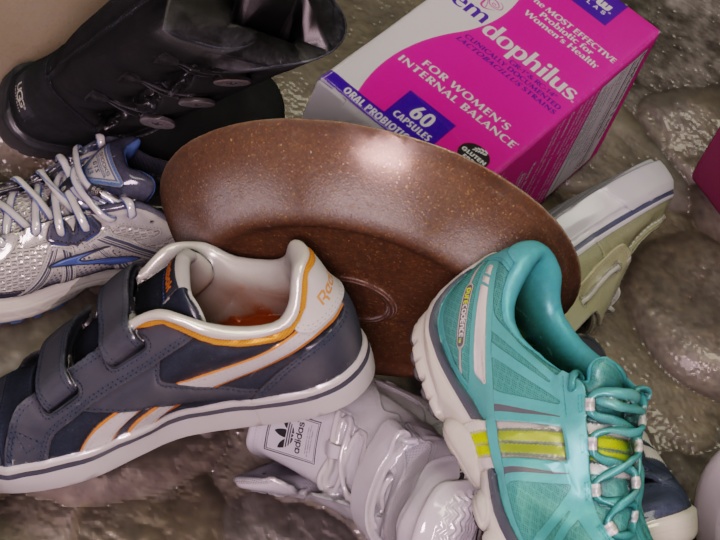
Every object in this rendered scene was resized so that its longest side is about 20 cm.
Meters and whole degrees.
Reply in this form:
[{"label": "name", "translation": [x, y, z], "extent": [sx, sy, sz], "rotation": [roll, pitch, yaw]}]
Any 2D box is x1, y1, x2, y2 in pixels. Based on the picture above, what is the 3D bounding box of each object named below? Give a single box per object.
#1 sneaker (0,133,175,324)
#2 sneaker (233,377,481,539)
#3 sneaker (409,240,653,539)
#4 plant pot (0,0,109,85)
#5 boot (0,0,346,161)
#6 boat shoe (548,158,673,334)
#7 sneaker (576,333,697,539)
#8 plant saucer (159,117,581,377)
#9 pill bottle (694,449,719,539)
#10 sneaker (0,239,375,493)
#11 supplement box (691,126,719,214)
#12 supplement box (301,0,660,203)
[{"label": "sneaker", "translation": [-0.137, -0.030, 1.218], "extent": [0.199, 0.085, 0.077], "rotation": [-5, 53, -27]}, {"label": "sneaker", "translation": [0.001, 0.092, 1.140], "extent": [0.114, 0.076, 0.200], "rotation": [15, 9, 0]}, {"label": "sneaker", "translation": [0.086, 0.076, 1.037], "extent": [0.077, 0.080, 0.201], "rotation": [10, 45, -49]}, {"label": "plant pot", "translation": [-0.165, -0.214, 1.288], "extent": [0.186, 0.200, 0.188], "rotation": [13, 47, -14]}, {"label": "boot", "translation": [-0.066, -0.100, 1.221], "extent": [0.164, 0.200, 0.066], "rotation": [-4, 77, -32]}, {"label": "boat shoe", "translation": [0.102, 0.007, 1.316], "extent": [0.200, 0.072, 0.062], "rotation": [-35, 95, -37]}, {"label": "sneaker", "translation": [0.101, 0.078, 1.162], "extent": [0.074, 0.085, 0.200], "rotation": [-13, 10, -6]}, {"label": "plant saucer", "translation": [0.000, 0.000, 1.156], "extent": [0.199, 0.201, 0.037], "rotation": [19, 63, -7]}, {"label": "pill bottle", "translation": [0.268, 0.104, 1.262], "extent": [0.199, 0.111, 0.111], "rotation": [-23, 62, -37]}, {"label": "sneaker", "translation": [-0.099, 0.036, 1.122], "extent": [0.199, 0.080, 0.079], "rotation": [-16, 34, 6]}, {"label": "supplement box", "translation": [0.312, -0.058, 1.430], "extent": [0.199, 0.103, 0.131], "rotation": [-13, 57, -33]}, {"label": "supplement box", "translation": [0.056, -0.081, 1.339], "extent": [0.101, 0.104, 0.200], "rotation": [38, 44, 12]}]
